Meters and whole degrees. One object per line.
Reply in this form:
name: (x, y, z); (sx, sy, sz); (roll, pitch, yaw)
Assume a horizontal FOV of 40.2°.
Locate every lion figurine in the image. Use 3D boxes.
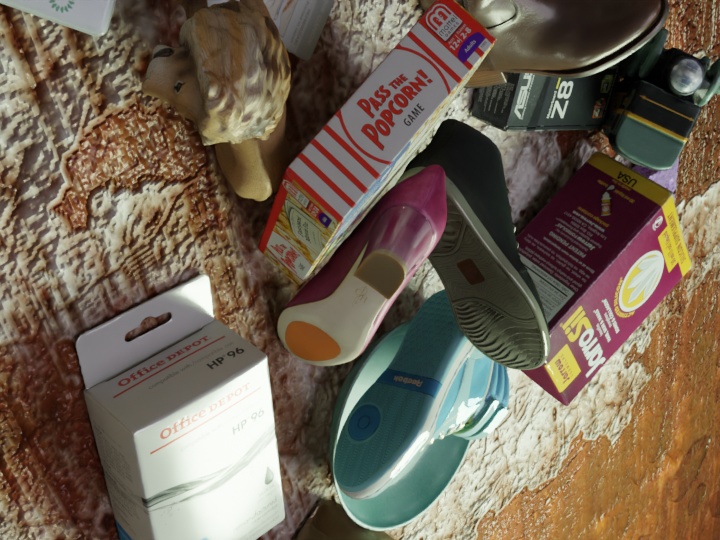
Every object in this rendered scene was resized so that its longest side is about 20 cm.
lion figurine: (-0.066, -0.091, 0.564); (0.071, 0.124, 0.201); (-18, 155, 3)

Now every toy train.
toy train: (0.272, -0.158, 0.919); (0.200, 0.084, 0.116); (-62, 177, -77)

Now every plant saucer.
plant saucer: (0.036, 0.134, 0.898); (0.198, 0.036, 0.204); (-18, 116, -42)

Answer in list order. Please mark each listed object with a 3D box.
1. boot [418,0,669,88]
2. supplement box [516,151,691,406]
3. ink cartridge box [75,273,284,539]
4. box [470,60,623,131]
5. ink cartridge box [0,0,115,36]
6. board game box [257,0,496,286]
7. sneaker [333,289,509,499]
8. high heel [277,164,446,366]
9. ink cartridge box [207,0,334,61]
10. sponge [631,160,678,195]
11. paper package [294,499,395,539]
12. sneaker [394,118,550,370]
boot: (0.110, -0.220, 0.698); (0.200, 0.183, 0.065); (49, 35, -49)
supplement box: (0.219, 0.008, 0.972); (0.200, 0.103, 0.131); (-47, 140, -6)
ink cartridge box: (-0.124, 0.119, 0.705); (0.115, 0.067, 0.203); (-29, 130, -34)
box: (0.182, -0.226, 0.857); (0.159, 0.049, 0.204); (-7, 119, -44)
ink cartridge box: (-0.184, -0.235, 0.439); (0.197, 0.043, 0.200); (15, 101, -27)
board game box: (0.003, -0.076, 0.656); (0.152, 0.046, 0.200); (-50, 180, -16)
sneaker: (0.066, 0.131, 0.846); (0.201, 0.079, 0.131); (-54, 133, -19)
high heel: (0.000, 0.000, 0.733); (0.097, 0.067, 0.200); (-60, -177, -36)
ink cartridge box: (-0.074, -0.234, 0.579); (0.199, 0.047, 0.163); (15, 100, -54)
sponge: (0.319, -0.029, 1.136); (0.111, 0.030, 0.203); (-34, 134, -29)
paper package: (0.044, 0.329, 0.908); (0.104, 0.199, 0.191); (-53, 141, -7)
sneaker: (0.108, -0.022, 0.794); (0.202, 0.074, 0.107); (58, 41, -22)
